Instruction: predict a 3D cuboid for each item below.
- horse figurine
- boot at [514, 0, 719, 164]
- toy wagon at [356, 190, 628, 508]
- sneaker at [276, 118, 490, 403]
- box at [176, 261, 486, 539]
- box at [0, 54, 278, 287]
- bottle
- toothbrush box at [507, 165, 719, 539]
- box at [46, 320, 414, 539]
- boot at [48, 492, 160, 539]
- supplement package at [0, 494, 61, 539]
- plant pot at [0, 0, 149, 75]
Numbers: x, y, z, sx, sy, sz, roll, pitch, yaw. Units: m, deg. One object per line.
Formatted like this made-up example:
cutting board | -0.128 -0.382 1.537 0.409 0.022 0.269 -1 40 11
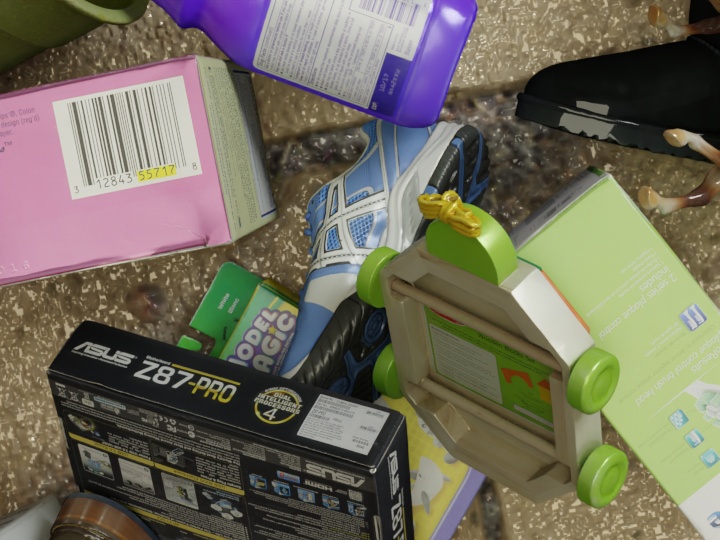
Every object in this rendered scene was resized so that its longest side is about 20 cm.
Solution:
horse figurine | 0.207 -0.098 0.968 0.131 0.050 0.202 -2 86 -26
boot | 0.195 -0.144 1.030 0.196 0.073 0.164 9 98 -4
toy wagon | 0.067 0.035 0.943 0.154 0.040 0.201 26 142 35
sneaker | 0.000 0.000 1.042 0.076 0.076 0.201 20 69 29
box | -0.023 0.091 1.082 0.199 0.048 0.118 30 96 3
box | -0.147 -0.053 0.999 0.174 0.200 0.098 -11 94 5
bottle | -0.040 -0.145 0.983 0.198 0.065 0.084 20 109 0
toothbrush box | 0.163 0.046 1.014 0.086 0.146 0.201 -38 91 6
box | -0.068 0.121 1.018 0.198 0.049 0.162 14 135 20
boot | -0.119 0.226 1.050 0.074 0.097 0.200 -20 124 42
supplement package | -0.237 0.228 1.021 0.117 0.200 0.118 -25 93 26
plant pot | -0.251 -0.165 1.019 0.189 0.200 0.201 -36 92 19
